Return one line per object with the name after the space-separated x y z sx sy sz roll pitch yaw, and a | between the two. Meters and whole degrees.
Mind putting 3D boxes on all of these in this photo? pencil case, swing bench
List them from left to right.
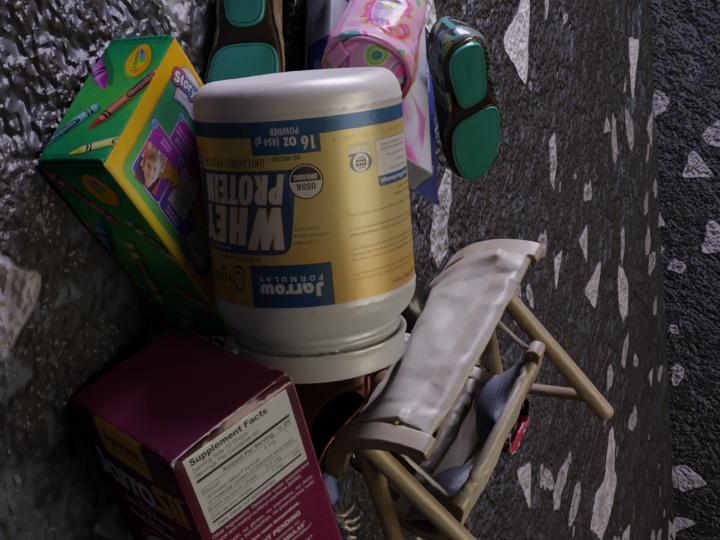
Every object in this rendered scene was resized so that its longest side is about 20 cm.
0.022 -0.235 0.887 0.088 0.087 0.201 61 33 -46 | pencil case
0.081 0.112 0.784 0.199 0.129 0.200 -54 128 -33 | swing bench

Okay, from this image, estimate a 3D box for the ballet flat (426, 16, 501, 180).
0.104 -0.180 1.036 0.200 0.074 0.074 80 25 -52 | ballet flat

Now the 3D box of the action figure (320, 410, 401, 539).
-0.020 0.199 0.875 0.102 0.119 0.200 31 56 -14 | action figure

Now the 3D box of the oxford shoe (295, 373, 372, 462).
-0.014 0.074 0.806 0.200 0.071 0.071 -63 142 -22 | oxford shoe

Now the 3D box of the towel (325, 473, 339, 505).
-0.078 0.203 0.908 0.200 0.024 0.147 -44 128 -58 | towel

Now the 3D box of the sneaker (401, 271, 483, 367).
0.065 0.063 0.925 0.076 0.090 0.201 -66 144 -57 | sneaker

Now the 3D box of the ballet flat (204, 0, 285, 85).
-0.087 -0.182 0.823 0.067 0.068 0.201 30 65 -78 | ballet flat

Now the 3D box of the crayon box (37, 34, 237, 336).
-0.135 -0.055 0.732 0.200 0.058 0.119 61 39 -46 | crayon box

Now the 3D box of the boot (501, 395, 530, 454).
0.127 0.132 1.181 0.200 0.150 0.073 -65 146 -40 | boot

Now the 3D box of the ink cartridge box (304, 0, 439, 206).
0.026 -0.188 0.972 0.200 0.043 0.197 25 54 -42 | ink cartridge box

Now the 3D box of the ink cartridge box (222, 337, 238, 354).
-0.064 0.042 0.888 0.109 0.050 0.200 64 27 -44 | ink cartridge box

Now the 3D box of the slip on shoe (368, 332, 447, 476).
0.051 0.151 0.900 0.061 0.076 0.201 -78 158 -58 | slip on shoe

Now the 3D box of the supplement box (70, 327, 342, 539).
-0.099 0.160 0.710 0.103 0.131 0.201 -34 124 -32 | supplement box

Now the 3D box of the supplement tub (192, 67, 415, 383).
-0.036 -0.036 0.706 0.145 0.144 0.201 -31 119 -60 | supplement tub
